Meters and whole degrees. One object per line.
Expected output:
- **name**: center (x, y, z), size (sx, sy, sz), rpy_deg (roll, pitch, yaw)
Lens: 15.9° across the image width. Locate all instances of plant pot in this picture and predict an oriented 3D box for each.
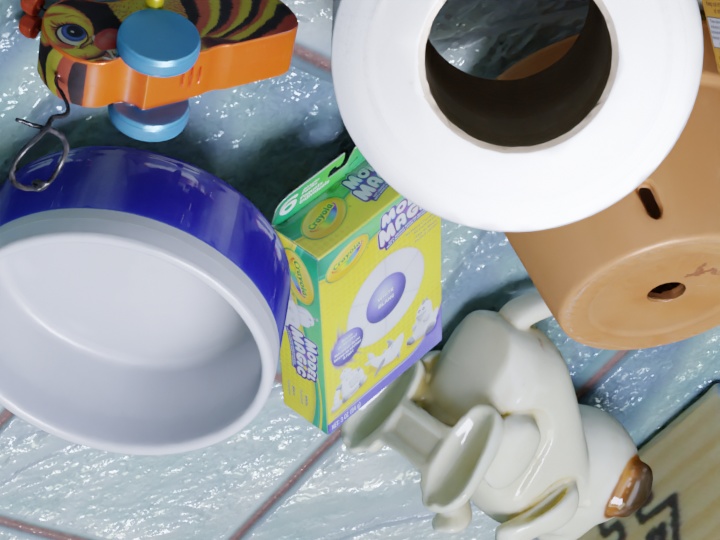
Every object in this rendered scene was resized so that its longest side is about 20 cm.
- **plant pot**: center (0.171, -0.043, 1.600), size (0.199, 0.140, 0.200), rpy_deg (-10, 151, -5)

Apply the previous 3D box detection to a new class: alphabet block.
- **alphabet block**: center (0.287, 0.237, 1.935), size (0.195, 0.197, 0.200), rpy_deg (24, 123, -36)

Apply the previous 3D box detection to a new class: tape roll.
- **tape roll**: center (0.083, -0.137, 1.435), size (0.202, 0.139, 0.203), rpy_deg (0, 111, 0)

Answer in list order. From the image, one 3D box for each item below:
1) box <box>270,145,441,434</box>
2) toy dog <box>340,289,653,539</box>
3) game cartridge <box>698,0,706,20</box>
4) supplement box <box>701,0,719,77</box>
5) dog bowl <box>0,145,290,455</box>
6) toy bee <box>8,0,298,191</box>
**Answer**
- **box**: center (0.000, 0.000, 1.645), size (0.117, 0.048, 0.200), rpy_deg (-39, 145, -28)
- **toy dog**: center (0.113, 0.118, 1.808), size (0.200, 0.139, 0.194), rpy_deg (37, 78, -42)
- **game cartridge**: center (0.257, -0.202, 1.572), size (0.199, 0.032, 0.177), rpy_deg (-10, 138, -8)
- **supplement box**: center (0.229, -0.184, 1.473), size (0.066, 0.069, 0.201), rpy_deg (-17, 100, -9)
- **dog bowl**: center (-0.144, 0.020, 1.573), size (0.199, 0.079, 0.200), rpy_deg (7, 138, 6)
- **toy bee**: center (-0.138, -0.132, 1.463), size (0.200, 0.109, 0.131), rpy_deg (-9, 136, -50)
